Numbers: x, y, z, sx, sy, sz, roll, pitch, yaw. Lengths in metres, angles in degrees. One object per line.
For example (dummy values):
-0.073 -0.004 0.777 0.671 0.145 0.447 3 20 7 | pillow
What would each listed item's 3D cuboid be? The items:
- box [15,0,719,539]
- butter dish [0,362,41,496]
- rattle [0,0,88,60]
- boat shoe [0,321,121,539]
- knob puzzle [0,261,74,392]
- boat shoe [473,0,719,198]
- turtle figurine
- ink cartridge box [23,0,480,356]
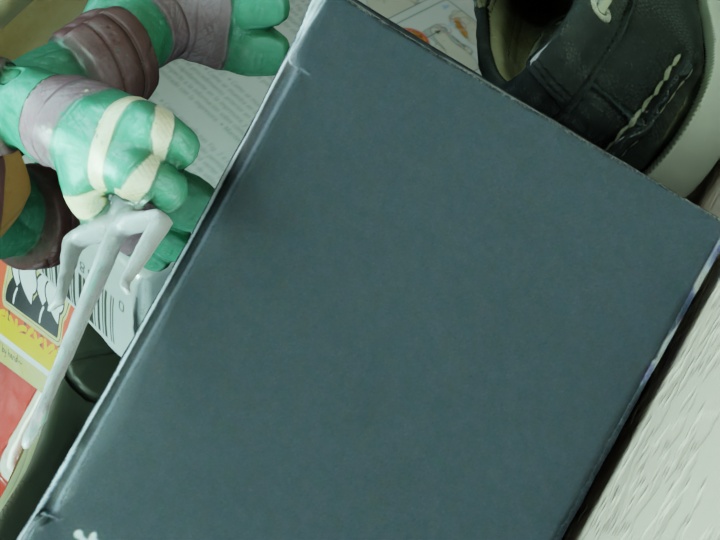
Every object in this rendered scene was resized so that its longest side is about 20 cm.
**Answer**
-0.001 0.031 0.568 0.149 0.106 0.200 -60 0 -2 | box
-0.045 0.067 0.954 0.201 0.199 0.148 -60 -22 9 | butter dish
-0.104 -0.128 0.622 0.200 0.143 0.130 -45 -17 10 | rattle
-0.078 0.057 0.723 0.201 0.075 0.074 -61 5 -33 | boat shoe
-0.105 -0.038 0.848 0.030 0.220 0.220 -2 -43 -36 | knob puzzle
0.064 -0.092 0.639 0.076 0.060 0.201 -49 22 20 | boat shoe
-0.093 -0.008 0.509 0.150 0.101 0.200 -43 0 37 | turtle figurine
-0.046 -0.071 0.748 0.199 0.160 0.048 -29 -34 -31 | ink cartridge box
